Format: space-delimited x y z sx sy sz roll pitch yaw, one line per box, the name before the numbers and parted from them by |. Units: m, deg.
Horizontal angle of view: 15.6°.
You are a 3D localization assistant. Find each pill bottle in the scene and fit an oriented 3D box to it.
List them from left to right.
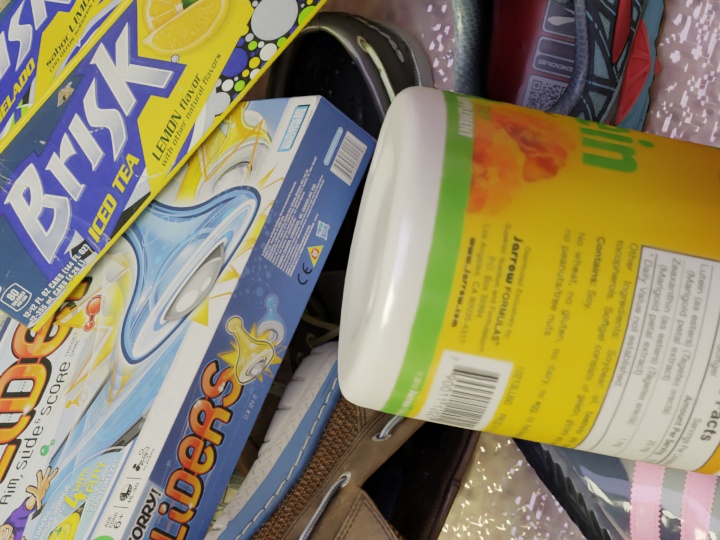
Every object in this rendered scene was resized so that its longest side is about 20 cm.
pill bottle | 0.099 0.009 0.905 0.199 0.111 0.112 11 93 -7

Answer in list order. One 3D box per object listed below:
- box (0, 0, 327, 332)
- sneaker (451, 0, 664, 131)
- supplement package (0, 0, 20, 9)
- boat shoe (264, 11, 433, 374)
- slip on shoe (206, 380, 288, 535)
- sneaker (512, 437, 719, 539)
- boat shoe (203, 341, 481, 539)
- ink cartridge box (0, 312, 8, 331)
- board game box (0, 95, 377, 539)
box | -0.089 -0.079 0.970 0.200 0.070 0.064 -49 40 5
sneaker | 0.078 -0.122 0.964 0.079 0.095 0.201 8 91 25
supplement package | -0.129 -0.178 1.008 0.120 0.200 0.121 42 104 21
boat shoe | -0.003 0.000 1.015 0.072 0.060 0.203 -6 85 23
slip on shoe | -0.053 0.141 0.991 0.076 0.061 0.201 15 108 10
sneaker | 0.131 0.088 0.956 0.082 0.070 0.200 -41 68 -7
boat shoe | -0.010 0.106 0.906 0.072 0.072 0.201 -1 53 30
ink cartridge box | -0.195 -0.026 1.097 0.095 0.037 0.200 -41 49 14
board game box | -0.084 0.031 0.966 0.135 0.034 0.201 -1 59 49
